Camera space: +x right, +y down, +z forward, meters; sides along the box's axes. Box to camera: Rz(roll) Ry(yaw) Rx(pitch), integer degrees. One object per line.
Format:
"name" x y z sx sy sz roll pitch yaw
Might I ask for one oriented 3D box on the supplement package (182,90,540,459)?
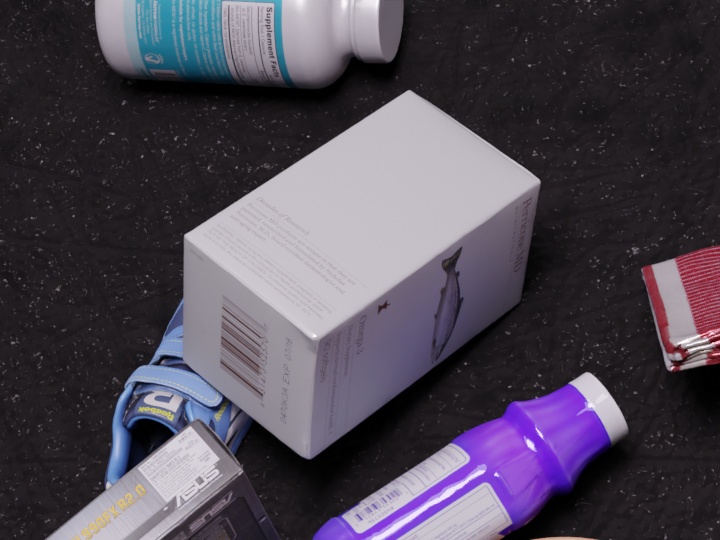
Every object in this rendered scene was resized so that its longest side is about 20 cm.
"supplement package" 0.000 0.000 1.387 0.117 0.117 0.200 36 54 27

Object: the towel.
"towel" 0.276 0.002 1.360 0.200 0.023 0.144 -14 21 7

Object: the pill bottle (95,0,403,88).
"pill bottle" -0.075 -0.183 1.547 0.200 0.111 0.111 4 61 14

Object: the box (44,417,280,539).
"box" -0.141 0.195 1.314 0.200 0.158 0.048 -39 62 -10

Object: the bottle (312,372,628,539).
"bottle" 0.068 0.134 1.348 0.200 0.084 0.065 -32 94 -8

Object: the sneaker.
"sneaker" -0.110 0.084 1.417 0.074 0.082 0.200 5 60 16

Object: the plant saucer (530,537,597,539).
"plant saucer" 0.117 0.253 1.295 0.200 0.037 0.200 -5 60 9
